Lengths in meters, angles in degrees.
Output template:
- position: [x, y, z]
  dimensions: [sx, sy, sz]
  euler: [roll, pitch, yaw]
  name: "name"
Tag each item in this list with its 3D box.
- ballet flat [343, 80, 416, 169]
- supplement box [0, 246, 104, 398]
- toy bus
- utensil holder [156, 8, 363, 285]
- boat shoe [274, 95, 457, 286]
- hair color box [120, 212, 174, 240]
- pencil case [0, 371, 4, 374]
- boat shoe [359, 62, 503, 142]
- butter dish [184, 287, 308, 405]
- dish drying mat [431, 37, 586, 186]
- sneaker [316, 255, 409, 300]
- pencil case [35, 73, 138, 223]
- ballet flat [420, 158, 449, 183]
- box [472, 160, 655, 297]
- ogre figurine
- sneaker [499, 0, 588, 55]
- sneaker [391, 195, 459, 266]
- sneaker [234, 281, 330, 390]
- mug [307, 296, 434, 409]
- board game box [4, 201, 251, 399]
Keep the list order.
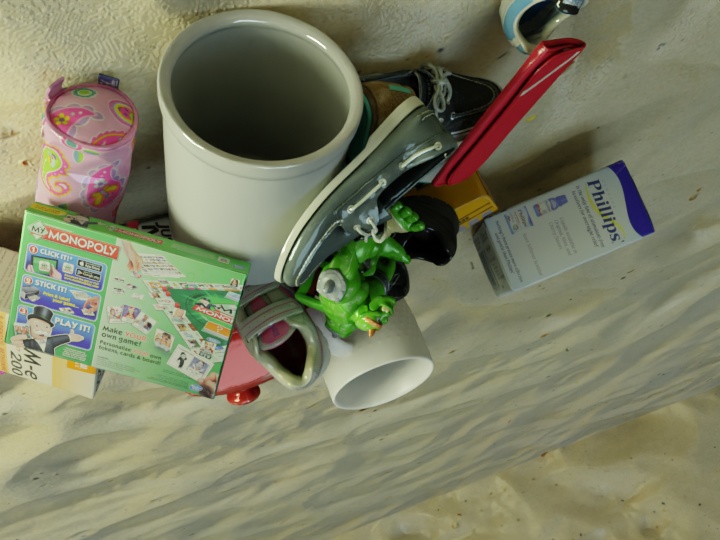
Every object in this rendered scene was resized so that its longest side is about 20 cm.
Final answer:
- position: [0.008, -0.114, 0.814]
  dimensions: [0.072, 0.068, 0.200]
  euler: [-15, 153, -25]
  name: "ballet flat"
- position: [-0.352, 0.046, 0.837]
  dimensions: [0.198, 0.074, 0.126]
  euler: [18, 141, -8]
  name: "supplement box"
- position: [0.070, -0.064, 1.056]
  dimensions: [0.199, 0.065, 0.078]
  euler: [-30, 153, 14]
  name: "toy bus"
- position: [-0.097, -0.103, 0.754]
  dimensions: [0.169, 0.171, 0.200]
  euler: [-12, 154, -18]
  name: "utensil holder"
- position: [0.004, -0.056, 0.711]
  dimensions: [0.200, 0.062, 0.073]
  euler: [-50, 172, 1]
  name: "boat shoe"
- position: [-0.175, -0.017, 0.920]
  dimensions: [0.198, 0.100, 0.061]
  euler: [-15, 151, -14]
  name: "hair color box"
- position: [-0.411, 0.082, 0.944]
  dimensions: [0.198, 0.089, 0.089]
  euler: [-21, 153, -3]
  name: "pencil case"
- position: [0.064, -0.177, 0.839]
  dimensions: [0.197, 0.074, 0.068]
  euler: [-3, 163, -15]
  name: "boat shoe"
- position: [-0.155, 0.092, 0.997]
  dimensions: [0.198, 0.149, 0.199]
  euler: [-14, -163, -10]
  name: "butter dish"
- position: [0.149, -0.157, 0.848]
  dimensions: [0.077, 0.018, 0.200]
  euler: [-23, 159, -43]
  name: "dish drying mat"
- position: [-0.019, 0.015, 0.969]
  dimensions: [0.079, 0.076, 0.199]
  euler: [-13, 167, 32]
  name: "sneaker"
- position: [-0.260, -0.084, 0.762]
  dimensions: [0.087, 0.088, 0.200]
  euler: [-6, 148, -29]
  name: "pencil case"
- position: [0.041, -0.137, 0.910]
  dimensions: [0.198, 0.070, 0.070]
  euler: [-1, 147, -29]
  name: "ballet flat"
- position: [0.267, -0.050, 1.124]
  dimensions: [0.199, 0.106, 0.184]
  euler: [-22, 175, 1]
  name: "box"
- position: [0.000, 0.000, 0.831]
  dimensions: [0.120, 0.098, 0.200]
  euler: [-57, -175, -18]
  name: "ogre figurine"
- position: [0.199, -0.283, 0.749]
  dimensions: [0.071, 0.073, 0.200]
  euler: [-1, 145, -31]
  name: "sneaker"
- position: [0.024, -0.059, 0.950]
  dimensions: [0.198, 0.091, 0.076]
  euler: [12, 122, -7]
  name: "sneaker"
- position: [-0.094, 0.040, 0.847]
  dimensions: [0.081, 0.201, 0.088]
  euler: [-37, -167, 0]
  name: "sneaker"
- position: [-0.011, 0.075, 1.123]
  dimensions: [0.147, 0.176, 0.199]
  euler: [-34, 150, 22]
  name: "mug"
- position: [-0.212, 0.030, 0.750]
  dimensions: [0.198, 0.029, 0.136]
  euler: [17, 110, -6]
  name: "board game box"
